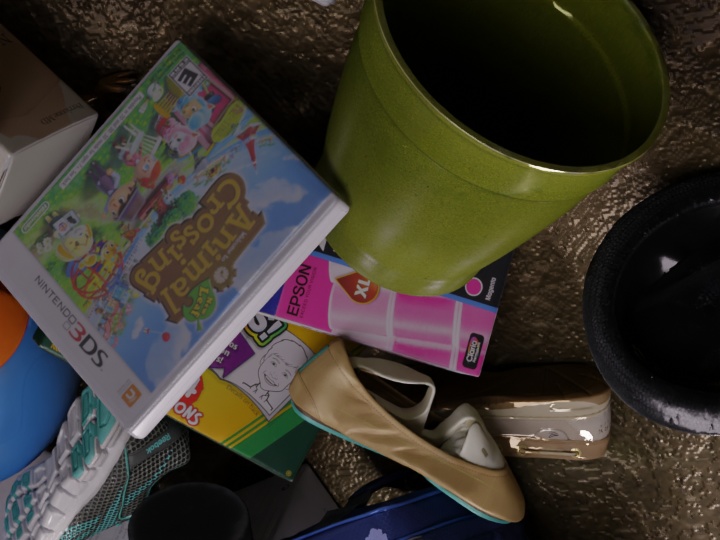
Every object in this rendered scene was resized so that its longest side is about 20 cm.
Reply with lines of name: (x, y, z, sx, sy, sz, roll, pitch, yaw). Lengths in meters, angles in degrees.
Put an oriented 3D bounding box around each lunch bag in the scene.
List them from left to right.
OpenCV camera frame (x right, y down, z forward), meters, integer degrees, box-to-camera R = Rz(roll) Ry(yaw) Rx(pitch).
lunch bag: (0.040, 0.210, 1.499, 0.135, 0.200, 0.133, -20, 85, 33)

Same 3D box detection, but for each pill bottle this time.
pill bottle: (-0.111, 0.253, 1.481, 0.111, 0.112, 0.201, 7, 127, 15)

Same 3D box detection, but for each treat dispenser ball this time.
treat dispenser ball: (-0.302, 0.062, 1.516, 0.200, 0.201, 0.202, 9, 123, 14)

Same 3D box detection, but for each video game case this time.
video game case: (-0.129, -0.024, 1.347, 0.200, 0.022, 0.182, -48, 59, 4)

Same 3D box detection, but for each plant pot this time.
plant pot: (0.061, -0.087, 1.322, 0.200, 0.201, 0.193, 33, 137, -3)

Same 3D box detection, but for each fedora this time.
fedora: (0.245, 0.032, 1.364, 0.199, 0.202, 0.092, 12, 159, 12)

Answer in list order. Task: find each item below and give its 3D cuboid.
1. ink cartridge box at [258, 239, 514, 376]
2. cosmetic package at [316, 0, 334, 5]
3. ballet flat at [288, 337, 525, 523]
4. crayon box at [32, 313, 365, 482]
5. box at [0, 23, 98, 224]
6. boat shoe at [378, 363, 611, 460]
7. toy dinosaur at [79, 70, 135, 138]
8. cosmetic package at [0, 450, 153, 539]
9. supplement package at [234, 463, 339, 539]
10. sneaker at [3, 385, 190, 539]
ink cartridge box: (0.000, 0.000, 1.410, 0.199, 0.037, 0.095, 17, 87, -14)
cosmetic package: (0.002, -0.273, 1.260, 0.074, 0.102, 0.200, 28, 127, 0)
ballet flat: (0.046, 0.109, 1.415, 0.199, 0.069, 0.063, 29, 107, -23)
crayon box: (-0.095, 0.020, 1.431, 0.199, 0.058, 0.173, 29, 87, -15)
box: (-0.284, -0.128, 1.423, 0.200, 0.095, 0.078, 41, 131, 13)
boat shoe: (0.082, 0.111, 1.493, 0.199, 0.074, 0.070, -1, 114, 19)
toy dinosaur: (-0.186, -0.080, 1.477, 0.199, 0.060, 0.107, 0, 122, 19)
cosmetic package: (-0.223, 0.198, 1.585, 0.199, 0.102, 0.074, 16, 165, 41)
supplement package: (-0.105, 0.252, 1.621, 0.199, 0.110, 0.114, -25, 110, 30)
sneaker: (-0.187, 0.162, 1.482, 0.091, 0.078, 0.200, 16, 136, -29)
